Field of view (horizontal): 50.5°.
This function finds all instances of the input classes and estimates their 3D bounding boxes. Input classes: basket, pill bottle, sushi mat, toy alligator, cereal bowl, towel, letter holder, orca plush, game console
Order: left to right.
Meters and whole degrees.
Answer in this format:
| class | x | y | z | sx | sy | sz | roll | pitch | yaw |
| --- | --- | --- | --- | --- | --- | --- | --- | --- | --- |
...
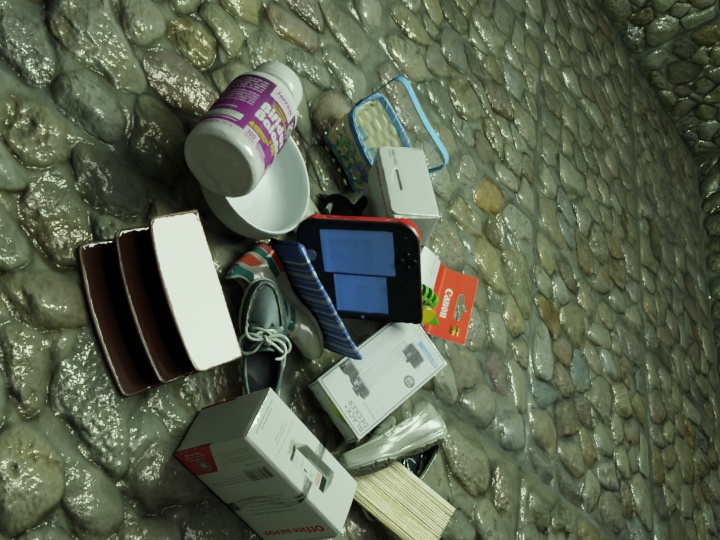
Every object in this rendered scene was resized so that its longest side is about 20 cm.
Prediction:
| class | x | y | z | sx | sy | sz | roll | pitch | yaw |
| --- | --- | --- | --- | --- | --- | --- | --- | --- | --- |
| letter holder | -0.258 | 0.041 | 0.973 | 0.141 | 0.100 | 0.204 | -15 | 87 | -50 |
| cereal bowl | -0.173 | -0.140 | 1.168 | 0.198 | 0.082 | 0.204 | 24 | 57 | -43 |
| pill bottle | -0.153 | -0.204 | 1.063 | 0.113 | 0.111 | 0.202 | 49 | 44 | -25 |
| towel | -0.073 | 0.041 | 1.167 | 0.024 | 0.144 | 0.202 | -35 | 109 | -20 |
| orca plush | -0.009 | -0.093 | 1.282 | 0.105 | 0.071 | 0.201 | 48 | 9 | -20 |
| game console | 0.000 | 0.000 | 1.191 | 0.031 | 0.196 | 0.180 | -56 | 147 | -60 |
| basket | 0.047 | -0.234 | 1.383 | 0.178 | 0.198 | 0.139 | 58 | 39 | -13 |
| sushi mat | 0.056 | 0.360 | 1.218 | 0.199 | 0.012 | 0.096 | 40 | 60 | -3 |
| toy alligator | 0.074 | 0.034 | 1.282 | 0.198 | 0.055 | 0.059 | 30 | 11 | -33 |

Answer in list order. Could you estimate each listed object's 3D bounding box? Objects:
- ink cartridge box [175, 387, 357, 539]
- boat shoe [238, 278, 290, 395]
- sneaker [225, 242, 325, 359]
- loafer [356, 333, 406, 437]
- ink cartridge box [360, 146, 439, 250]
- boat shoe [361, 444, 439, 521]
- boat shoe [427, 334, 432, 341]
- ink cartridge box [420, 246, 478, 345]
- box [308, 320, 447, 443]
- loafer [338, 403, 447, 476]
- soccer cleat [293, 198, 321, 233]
| class | x | y | z | sx | sy | sz | roll | pitch | yaw |
| --- | --- | --- | --- | --- | --- | --- | --- | --- | --- |
| ink cartridge box | -0.121 | 0.263 | 1.009 | 0.201 | 0.145 | 0.083 | 52 | 39 | -24 |
| boat shoe | -0.138 | 0.113 | 1.073 | 0.073 | 0.062 | 0.204 | 7 | 86 | -14 |
| sneaker | -0.134 | 0.064 | 1.157 | 0.093 | 0.070 | 0.202 | -38 | 107 | -33 |
| loafer | 0.032 | 0.206 | 1.274 | 0.069 | 0.074 | 0.204 | -7 | 80 | -65 |
| ink cartridge box | 0.054 | -0.087 | 1.294 | 0.081 | 0.201 | 0.149 | 0 | 57 | -16 |
| boat shoe | 0.071 | 0.344 | 1.279 | 0.199 | 0.061 | 0.076 | -29 | 99 | -52 |
| boat shoe | 0.106 | 0.075 | 1.446 | 0.072 | 0.069 | 0.204 | 63 | 26 | -49 |
| ink cartridge box | 0.115 | 0.031 | 1.391 | 0.196 | 0.048 | 0.162 | 19 | 52 | 1 |
| box | 0.029 | 0.168 | 1.222 | 0.199 | 0.060 | 0.118 | -34 | 87 | -25 |
| loafer | 0.046 | 0.268 | 1.209 | 0.197 | 0.070 | 0.071 | -14 | 63 | -31 |
| soccer cleat | -0.061 | -0.051 | 1.274 | 0.069 | 0.077 | 0.203 | -33 | 101 | -51 |
